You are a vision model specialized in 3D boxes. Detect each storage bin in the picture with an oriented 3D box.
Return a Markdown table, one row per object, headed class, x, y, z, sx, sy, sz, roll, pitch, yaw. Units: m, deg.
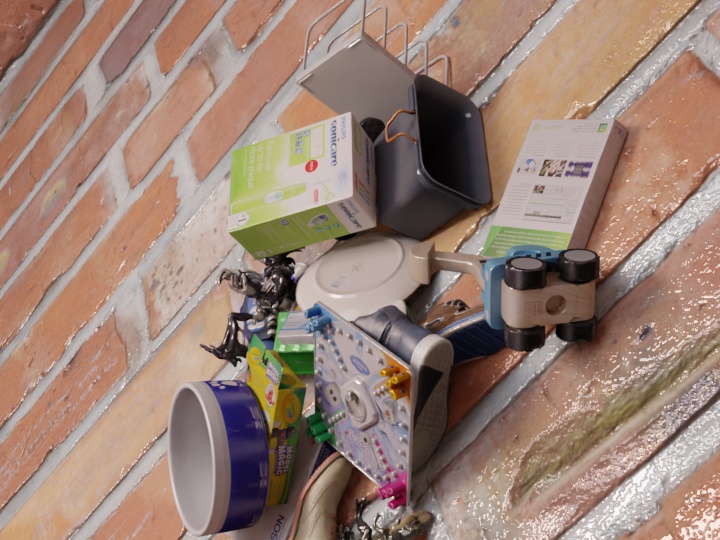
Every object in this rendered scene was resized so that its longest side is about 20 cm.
| class | x | y | z | sx | sy | sz | roll | pitch | yaw |
| --- | --- | --- | --- | --- | --- | --- | --- | --- | --- |
| storage bin | 0.082 | -0.151 | 1.573 | 0.134 | 0.144 | 0.202 | -42 | 39 | 39 |

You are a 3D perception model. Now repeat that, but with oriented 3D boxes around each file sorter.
| class | x | y | z | sx | sy | sz | roll | pitch | yaw |
| --- | --- | --- | --- | --- | --- | --- | --- | --- | --- |
| file sorter | 0.024 | -0.305 | 1.684 | 0.138 | 0.199 | 0.126 | -28 | 45 | 36 |

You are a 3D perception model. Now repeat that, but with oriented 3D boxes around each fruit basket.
| class | x | y | z | sx | sy | sz | roll | pitch | yaw |
| --- | --- | --- | --- | --- | --- | --- | --- | --- | --- |
| fruit basket | -0.042 | 0.049 | 1.611 | 0.184 | 0.094 | 0.202 | -4 | 56 | 42 |

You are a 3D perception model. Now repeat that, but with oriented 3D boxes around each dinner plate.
| class | x | y | z | sx | sy | sz | roll | pitch | yaw |
| --- | --- | --- | --- | --- | --- | --- | --- | --- | --- |
| dinner plate | 0.000 | 0.000 | 1.568 | 0.197 | 0.024 | 0.201 | -16 | 34 | 11 |

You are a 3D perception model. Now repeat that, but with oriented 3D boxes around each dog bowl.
| class | x | y | z | sx | sy | sz | roll | pitch | yaw |
| --- | --- | --- | --- | --- | --- | --- | --- | --- | --- |
| dog bowl | -0.193 | 0.249 | 1.504 | 0.199 | 0.078 | 0.203 | 8 | 99 | 62 |

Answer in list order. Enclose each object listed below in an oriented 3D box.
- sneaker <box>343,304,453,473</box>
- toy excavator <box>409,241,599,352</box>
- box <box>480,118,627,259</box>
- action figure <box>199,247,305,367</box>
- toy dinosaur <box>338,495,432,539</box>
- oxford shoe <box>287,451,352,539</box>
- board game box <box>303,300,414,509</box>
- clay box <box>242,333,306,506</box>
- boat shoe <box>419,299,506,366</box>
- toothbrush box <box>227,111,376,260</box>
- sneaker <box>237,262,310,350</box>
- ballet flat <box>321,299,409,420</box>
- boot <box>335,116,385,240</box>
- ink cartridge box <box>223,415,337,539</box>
| class | x | y | z | sx | sy | sz | roll | pitch | yaw |
| --- | --- | --- | --- | --- | --- | --- | --- | --- | --- |
| sneaker | 0.040 | 0.141 | 1.395 | 0.146 | 0.076 | 0.205 | 32 | 125 | 39 |
| toy excavator | 0.168 | 0.012 | 1.332 | 0.200 | 0.191 | 0.101 | -120 | 25 | -67 |
| box | 0.242 | -0.095 | 1.416 | 0.144 | 0.036 | 0.202 | 10 | 73 | 53 |
| action figure | -0.161 | 0.035 | 1.639 | 0.202 | 0.101 | 0.119 | -61 | 14 | -12 |
| toy dinosaur | 0.004 | 0.343 | 1.402 | 0.200 | 0.047 | 0.089 | -48 | 44 | 23 |
| oxford shoe | -0.049 | 0.337 | 1.463 | 0.073 | 0.071 | 0.202 | 21 | 86 | 36 |
| board game box | -0.007 | 0.167 | 1.385 | 0.199 | 0.026 | 0.203 | 33 | 131 | 45 |
| clay box | -0.123 | 0.198 | 1.504 | 0.115 | 0.047 | 0.203 | 41 | 124 | 55 |
| boat shoe | 0.116 | 0.075 | 1.421 | 0.199 | 0.072 | 0.073 | -29 | 41 | 33 |
| toothbrush box | -0.083 | -0.118 | 1.596 | 0.197 | 0.086 | 0.147 | -14 | 57 | 20 |
| sneaker | -0.120 | 0.058 | 1.711 | 0.147 | 0.080 | 0.200 | -56 | 30 | 13 |
| ballet flat | 0.001 | 0.126 | 1.477 | 0.069 | 0.069 | 0.202 | 48 | 120 | 53 |
| boot | -0.034 | -0.159 | 1.728 | 0.132 | 0.069 | 0.202 | 48 | 122 | 52 |
| ink cartridge box | -0.125 | 0.296 | 1.583 | 0.199 | 0.043 | 0.199 | 14 | 81 | 52 |
